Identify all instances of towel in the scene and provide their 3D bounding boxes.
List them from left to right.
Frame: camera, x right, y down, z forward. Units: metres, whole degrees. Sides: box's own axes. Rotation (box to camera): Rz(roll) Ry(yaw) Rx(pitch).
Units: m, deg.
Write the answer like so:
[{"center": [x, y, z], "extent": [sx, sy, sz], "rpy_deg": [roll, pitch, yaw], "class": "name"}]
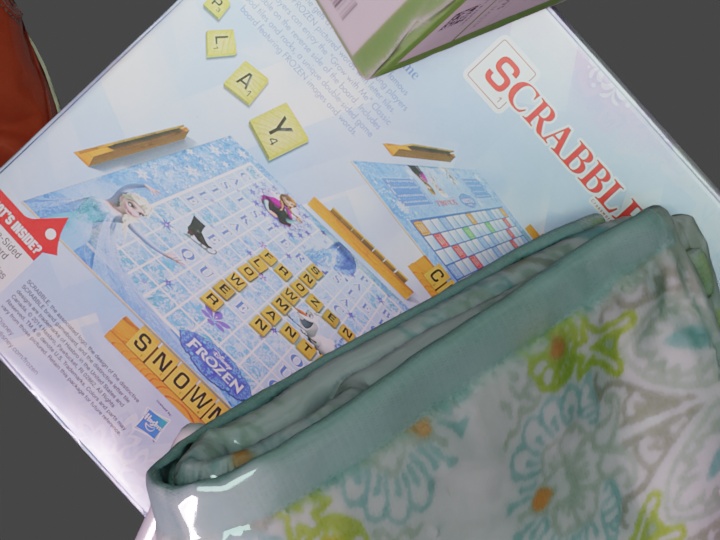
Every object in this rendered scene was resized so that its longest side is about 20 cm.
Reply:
[{"center": [0.041, 0.091, 0.746], "extent": [0.199, 0.048, 0.172], "rpy_deg": [-28, 110, -34], "class": "towel"}]

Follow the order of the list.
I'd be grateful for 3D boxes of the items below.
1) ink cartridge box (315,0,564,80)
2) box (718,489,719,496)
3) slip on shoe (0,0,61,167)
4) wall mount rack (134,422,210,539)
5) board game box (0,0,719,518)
[{"center": [0.057, -0.139, 0.790], "extent": [0.199, 0.059, 0.104], "rpy_deg": [-26, 82, -39], "class": "ink cartridge box"}, {"center": [0.198, 0.015, 0.772], "extent": [0.156, 0.200, 0.041], "rpy_deg": [-38, 84, 24], "class": "box"}, {"center": [-0.143, -0.086, 0.870], "extent": [0.073, 0.061, 0.202], "rpy_deg": [-14, 84, -6], "class": "slip on shoe"}, {"center": [-0.131, 0.103, 0.711], "extent": [0.199, 0.075, 0.175], "rpy_deg": [24, 70, -1], "class": "wall mount rack"}, {"center": [0.000, 0.000, 0.829], "extent": [0.199, 0.041, 0.200], "rpy_deg": [-42, 94, 6], "class": "board game box"}]
